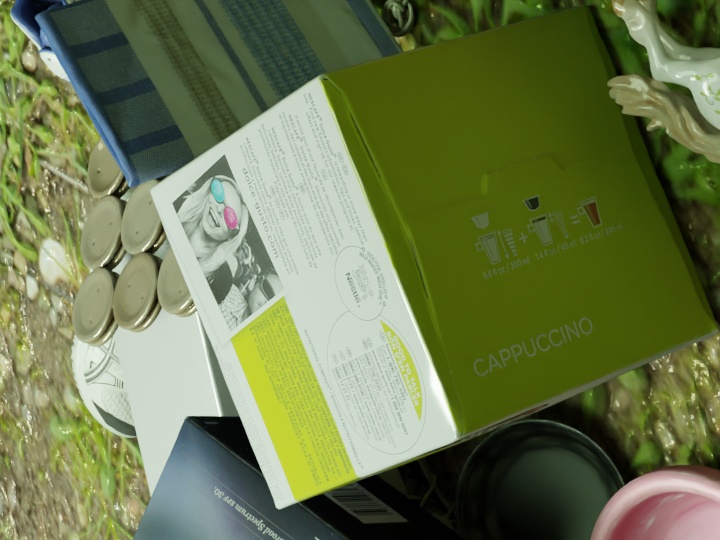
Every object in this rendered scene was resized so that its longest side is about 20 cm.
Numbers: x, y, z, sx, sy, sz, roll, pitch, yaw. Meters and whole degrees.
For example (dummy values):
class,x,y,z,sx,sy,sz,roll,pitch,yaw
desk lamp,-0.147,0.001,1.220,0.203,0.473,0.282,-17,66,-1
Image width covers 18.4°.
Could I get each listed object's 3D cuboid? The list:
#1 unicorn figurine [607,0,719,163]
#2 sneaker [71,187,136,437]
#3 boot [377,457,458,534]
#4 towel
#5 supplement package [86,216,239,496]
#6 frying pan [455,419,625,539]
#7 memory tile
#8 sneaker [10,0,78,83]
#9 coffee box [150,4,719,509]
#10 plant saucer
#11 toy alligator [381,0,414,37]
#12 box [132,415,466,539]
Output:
class,x,y,z,sx,sy,sz,roll,pitch,yaw
unicorn figurine,0.200,-0.128,1.099,0.137,0.074,0.201,45,151,18
sneaker,-0.159,0.042,1.628,0.087,0.075,0.202,29,127,43
boot,0.043,0.152,1.417,0.154,0.072,0.202,35,135,39
towel,-0.078,-0.130,1.332,0.147,0.199,0.024,57,154,28
supplement package,-0.087,0.045,1.495,0.119,0.121,0.202,-2,103,53
frying pan,0.094,0.177,1.341,0.115,0.031,0.191,35,110,20
memory tile,-0.131,-0.056,1.415,0.153,0.017,0.202,-19,60,49
sneaker,-0.159,-0.129,1.396,0.200,0.088,0.076,34,100,53
coffee box,0.040,-0.006,1.240,0.197,0.199,0.202,-28,82,54
plant saucer,0.211,0.201,1.235,0.200,0.051,0.202,27,126,44
toy alligator,0.029,-0.208,1.288,0.059,0.054,0.201,49,139,28
box,-0.044,0.222,1.335,0.199,0.123,0.200,32,105,33
